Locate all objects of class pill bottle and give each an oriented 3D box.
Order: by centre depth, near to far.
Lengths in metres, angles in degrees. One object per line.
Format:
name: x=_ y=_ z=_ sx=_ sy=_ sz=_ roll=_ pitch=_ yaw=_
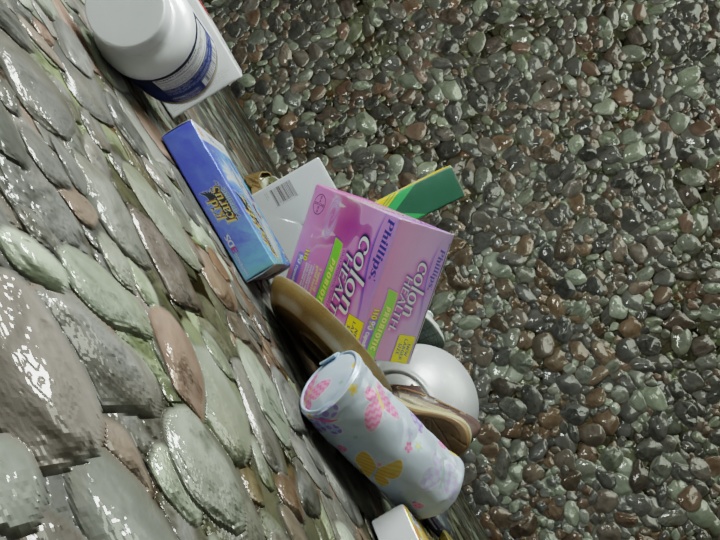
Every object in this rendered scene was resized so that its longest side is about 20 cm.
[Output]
pill bottle: x=-0.234 y=-0.264 z=0.787 sx=0.112 sy=0.111 sz=0.200 roll=59 pitch=0 yaw=-1

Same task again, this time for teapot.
teapot: x=0.066 y=0.197 z=1.008 sx=0.146 sy=0.199 sz=0.199 roll=9 pitch=87 yaw=-59

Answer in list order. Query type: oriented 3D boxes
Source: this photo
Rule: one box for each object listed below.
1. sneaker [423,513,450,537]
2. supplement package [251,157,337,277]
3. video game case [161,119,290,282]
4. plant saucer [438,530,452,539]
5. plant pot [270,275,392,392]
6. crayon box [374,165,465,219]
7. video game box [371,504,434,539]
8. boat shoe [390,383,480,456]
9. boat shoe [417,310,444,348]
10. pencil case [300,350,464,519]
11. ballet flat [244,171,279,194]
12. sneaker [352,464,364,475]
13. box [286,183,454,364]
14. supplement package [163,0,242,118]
sneaker: x=0.114 y=0.342 z=1.167 sx=0.201 sy=0.087 sz=0.074 roll=59 pitch=1 yaw=23
supplement package: x=-0.097 y=-0.082 z=1.155 sx=0.151 sy=0.151 sz=0.200 roll=61 pitch=0 yaw=-7
video game case: x=-0.164 y=-0.082 z=0.899 sx=0.201 sy=0.045 sz=0.181 roll=60 pitch=2 yaw=0
plant saucer: x=0.158 y=0.465 z=0.885 sx=0.201 sy=0.048 sz=0.200 roll=59 pitch=0 yaw=-38
plant pot: x=-0.043 y=0.089 z=0.830 sx=0.200 sy=0.027 sz=0.200 roll=42 pitch=-16 yaw=15
crayon box: x=0.073 y=-0.107 z=1.174 sx=0.059 sy=0.172 sz=0.200 roll=63 pitch=0 yaw=-4
video game box: x=0.094 y=0.364 z=0.705 sx=0.200 sy=0.047 sz=0.183 roll=60 pitch=-1 yaw=46
boat shoe: x=0.061 y=0.185 z=0.907 sx=0.072 sy=0.199 sz=0.073 roll=-16 pitch=111 yaw=-56
boat shoe: x=0.058 y=0.054 z=1.069 sx=0.202 sy=0.074 sz=0.065 roll=41 pitch=33 yaw=-21
pencil case: x=0.026 y=0.175 z=0.737 sx=0.200 sy=0.083 sz=0.091 roll=47 pitch=37 yaw=-21
ballet flat: x=-0.178 y=-0.144 z=1.336 sx=0.068 sy=0.072 sz=0.200 roll=60 pitch=1 yaw=-30
sneaker: x=0.023 y=0.226 z=0.832 sx=0.200 sy=0.081 sz=0.086 roll=47 pitch=-33 yaw=-22
box: x=0.000 y=0.000 z=0.916 sx=0.096 sy=0.177 sz=0.200 roll=13 pitch=10 yaw=-38
supplement package: x=-0.272 y=-0.342 z=0.996 sx=0.201 sy=0.119 sz=0.121 roll=59 pitch=2 yaw=-22
